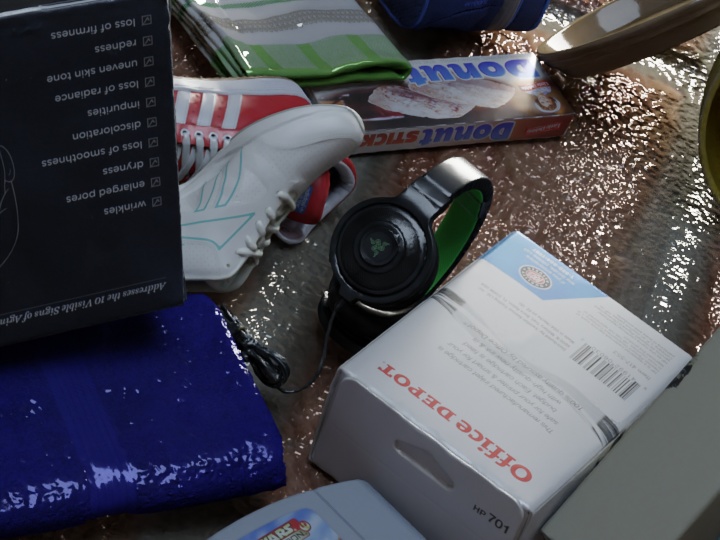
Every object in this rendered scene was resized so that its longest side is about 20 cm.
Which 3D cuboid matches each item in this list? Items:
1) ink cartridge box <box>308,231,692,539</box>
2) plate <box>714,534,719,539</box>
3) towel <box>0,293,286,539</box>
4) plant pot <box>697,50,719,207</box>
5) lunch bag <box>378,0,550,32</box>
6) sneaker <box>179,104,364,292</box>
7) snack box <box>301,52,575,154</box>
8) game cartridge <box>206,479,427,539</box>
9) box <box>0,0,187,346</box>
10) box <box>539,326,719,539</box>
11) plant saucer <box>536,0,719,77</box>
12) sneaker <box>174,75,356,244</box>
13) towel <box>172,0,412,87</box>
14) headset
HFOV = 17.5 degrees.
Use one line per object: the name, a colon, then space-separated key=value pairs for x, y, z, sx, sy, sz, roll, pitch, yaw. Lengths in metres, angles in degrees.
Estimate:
ink cartridge box: x=0.087 y=0.083 z=1.423 sx=0.146 sy=0.086 sz=0.200 roll=37 pitch=44 yaw=17
plate: x=0.266 y=0.138 z=1.397 sx=0.198 sy=0.026 sz=0.202 roll=-4 pitch=70 yaw=11
towel: x=-0.154 y=0.085 z=1.339 sx=0.199 sy=0.050 sz=0.148 roll=-7 pitch=52 yaw=-28
plant pot: x=0.337 y=-0.131 z=1.698 sx=0.199 sy=0.201 sz=0.142 roll=15 pitch=29 yaw=-8
lunch bag: x=0.091 y=-0.282 z=1.733 sx=0.131 sy=0.201 sz=0.136 roll=-3 pitch=41 yaw=-30
sneaker: x=-0.078 y=-0.031 z=1.447 sx=0.199 sy=0.070 sz=0.081 roll=-31 pitch=68 yaw=1
snack box: x=0.053 y=-0.120 z=1.675 sx=0.199 sy=0.024 sz=0.072 roll=-6 pitch=46 yaw=-29
game cartridge: x=-0.032 y=0.193 z=1.292 sx=0.199 sy=0.042 sz=0.133 roll=-27 pitch=64 yaw=-41
box: x=-0.210 y=-0.070 z=1.298 sx=0.199 sy=0.198 sz=0.124 roll=-12 pitch=29 yaw=-21
box: x=0.199 y=0.107 z=1.367 sx=0.068 sy=0.082 sz=0.200 roll=41 pitch=85 yaw=23
plant saucer: x=0.226 y=-0.191 z=1.733 sx=0.200 sy=0.199 sz=0.030 roll=-37 pitch=106 yaw=-45
sneaker: x=-0.093 y=-0.069 z=1.520 sx=0.199 sy=0.072 sz=0.113 roll=-11 pitch=47 yaw=-35
towel: x=-0.068 y=-0.196 z=1.680 sx=0.148 sy=0.031 sz=0.200 roll=-9 pitch=41 yaw=-30
headset: x=0.000 y=0.000 z=1.453 sx=0.094 sy=0.124 sz=0.200 roll=38 pitch=60 yaw=16
